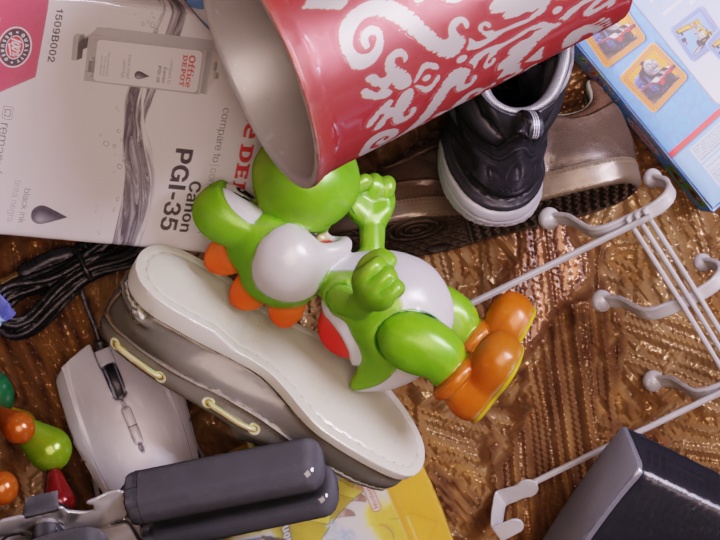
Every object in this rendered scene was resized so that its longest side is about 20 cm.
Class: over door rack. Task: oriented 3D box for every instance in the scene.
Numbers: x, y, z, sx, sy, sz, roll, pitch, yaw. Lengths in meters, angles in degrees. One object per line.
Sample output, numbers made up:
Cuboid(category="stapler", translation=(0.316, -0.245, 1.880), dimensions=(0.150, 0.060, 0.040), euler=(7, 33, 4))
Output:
Cuboid(category="over door rack", translation=(0.126, 0.044, 1.634), dimensions=(0.199, 0.067, 0.148), euler=(-32, 117, 6))

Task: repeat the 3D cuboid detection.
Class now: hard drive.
Cuboid(category="hard drive", translation=(0.162, 0.207, 1.647), dimensions=(0.134, 0.042, 0.201), euler=(26, 106, -9))

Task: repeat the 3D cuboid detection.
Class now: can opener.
Cuboid(category="can opener", translation=(-0.111, 0.147, 1.538), dimensions=(0.199, 0.067, 0.053), euler=(-12, 139, 11))

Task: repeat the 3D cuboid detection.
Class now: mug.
Cuboid(category="mug", translation=(0.029, -0.160, 1.433), dimensions=(0.199, 0.133, 0.178), euler=(-24, 126, -15))

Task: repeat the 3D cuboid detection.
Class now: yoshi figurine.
Cuboid(category="yoshi figurine", translation=(0.006, -0.011, 1.529), dimensions=(0.199, 0.112, 0.112), euler=(30, 65, -2))

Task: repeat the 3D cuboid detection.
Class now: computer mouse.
Cuboid(category="computer mouse", translation=(-0.138, 0.077, 1.623), dimensions=(0.109, 0.044, 0.201), euler=(-23, 95, -8))

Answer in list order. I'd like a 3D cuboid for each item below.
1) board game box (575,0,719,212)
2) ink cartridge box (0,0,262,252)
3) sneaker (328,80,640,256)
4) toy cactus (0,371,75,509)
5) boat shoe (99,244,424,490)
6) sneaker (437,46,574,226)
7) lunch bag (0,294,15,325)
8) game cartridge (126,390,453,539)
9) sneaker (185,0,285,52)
Cuboid(category="board game box", translation=(0.201, -0.160, 1.667), dimensions=(0.151, 0.037, 0.200), euler=(-41, 98, -5))
Cuboid(category="ink cartridge box", translation=(-0.145, -0.096, 1.556), dimensions=(0.199, 0.083, 0.148), euler=(5, 110, -23))
Cuboid(category="sneaker", translation=(0.064, -0.060, 1.647), dimensions=(0.198, 0.071, 0.076), euler=(-10, 70, -7))
Cuboid(category="toy cactus", translation=(-0.261, 0.071, 1.594), dimensions=(0.198, 0.102, 0.166), euler=(4, 73, -6))
Cuboid(category="boat shoe", translation=(-0.056, 0.065, 1.567), dimensions=(0.201, 0.072, 0.060), euler=(35, 124, -7))
Cuboid(category="sneaker", translation=(0.074, -0.134, 1.578), dimensions=(0.075, 0.114, 0.201), euler=(-3, 60, -16))
Cuboid(category="lunch bag", translation=(-0.306, 0.020, 1.520), dimensions=(0.151, 0.200, 0.094), euler=(-45, 122, -11))
Cuboid(category="game cartridge", translation=(-0.041, 0.184, 1.627), dimensions=(0.199, 0.032, 0.177), euler=(-26, 110, -8))
Cuboid(category="sneaker", translation=(-0.075, -0.189, 1.498), dimensions=(0.200, 0.072, 0.072), euler=(46, 52, -5))
